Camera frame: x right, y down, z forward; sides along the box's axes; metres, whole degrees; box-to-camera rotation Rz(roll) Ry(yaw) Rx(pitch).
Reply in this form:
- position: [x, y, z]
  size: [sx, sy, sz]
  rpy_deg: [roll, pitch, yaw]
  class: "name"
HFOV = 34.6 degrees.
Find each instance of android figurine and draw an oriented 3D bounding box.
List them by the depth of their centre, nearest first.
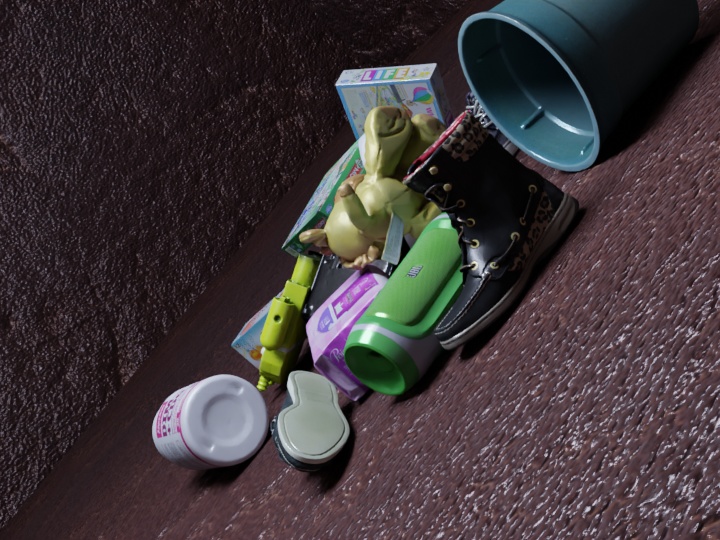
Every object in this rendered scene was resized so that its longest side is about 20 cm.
- position: [-0.096, 0.071, 1.585]
  size: [0.182, 0.041, 0.200]
  rpy_deg: [-34, -35, -79]
  class: "android figurine"

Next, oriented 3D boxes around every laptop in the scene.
- position: [0.000, 0.000, 1.545]
  size: [0.200, 0.103, 0.177]
  rpy_deg: [8, 76, 45]
  class: "laptop"

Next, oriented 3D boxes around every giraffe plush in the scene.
- position: [0.025, -0.067, 1.313]
  size: [0.162, 0.173, 0.200]
  rpy_deg: [-32, 23, 57]
  class: "giraffe plush"

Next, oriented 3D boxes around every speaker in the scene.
- position: [0.064, 0.029, 1.158]
  size: [0.200, 0.088, 0.088]
  rpy_deg: [-53, 12, -33]
  class: "speaker"

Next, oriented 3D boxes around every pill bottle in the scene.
- position: [-0.203, 0.202, 1.506]
  size: [0.113, 0.113, 0.200]
  rpy_deg: [-51, 10, -24]
  class: "pill bottle"

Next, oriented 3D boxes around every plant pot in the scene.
- position: [0.242, -0.245, 1.236]
  size: [0.196, 0.200, 0.200]
  rpy_deg: [-42, 8, -17]
  class: "plant pot"

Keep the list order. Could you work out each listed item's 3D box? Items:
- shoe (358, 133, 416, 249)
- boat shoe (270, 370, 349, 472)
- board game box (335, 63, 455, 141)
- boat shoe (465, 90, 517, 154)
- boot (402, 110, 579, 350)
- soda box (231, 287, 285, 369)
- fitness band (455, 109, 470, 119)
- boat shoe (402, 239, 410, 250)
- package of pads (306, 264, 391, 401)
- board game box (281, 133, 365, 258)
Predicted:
- position: [0.076, -0.107, 1.411]
  size: [0.091, 0.200, 0.071]
  rpy_deg: [-37, -25, 24]
  class: "shoe"
- position: [-0.058, 0.169, 1.183]
  size: [0.199, 0.074, 0.066]
  rpy_deg: [-112, 37, -70]
  class: "boat shoe"
- position: [0.062, -0.179, 1.534]
  size: [0.134, 0.200, 0.034]
  rpy_deg: [1, 45, 26]
  class: "board game box"
- position: [0.173, -0.200, 1.583]
  size: [0.075, 0.093, 0.200]
  rpy_deg: [-38, 13, 40]
  class: "boat shoe"
- position: [0.099, -0.040, 1.087]
  size: [0.200, 0.151, 0.073]
  rpy_deg: [-49, 10, -15]
  class: "boot"
- position: [-0.110, 0.071, 1.759]
  size: [0.200, 0.068, 0.064]
  rpy_deg: [-41, 11, 36]
  class: "soda box"
- position: [0.128, -0.182, 1.865]
  size: [0.200, 0.037, 0.144]
  rpy_deg: [-52, 11, -20]
  class: "fitness band"
- position: [0.102, -0.087, 1.499]
  size: [0.072, 0.061, 0.201]
  rpy_deg: [-47, -12, -42]
  class: "boat shoe"
- position: [0.002, 0.063, 1.309]
  size: [0.121, 0.076, 0.200]
  rpy_deg: [-47, 10, 3]
  class: "package of pads"
- position: [-0.040, -0.100, 1.553]
  size: [0.135, 0.029, 0.200]
  rpy_deg: [-59, 8, -20]
  class: "board game box"
